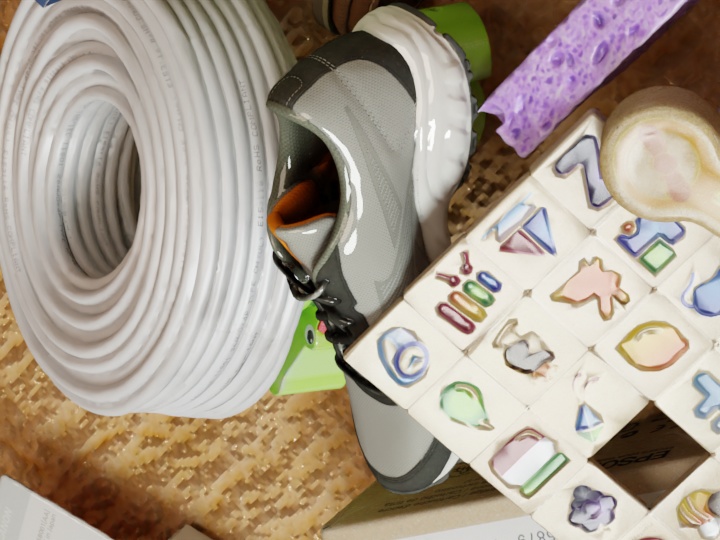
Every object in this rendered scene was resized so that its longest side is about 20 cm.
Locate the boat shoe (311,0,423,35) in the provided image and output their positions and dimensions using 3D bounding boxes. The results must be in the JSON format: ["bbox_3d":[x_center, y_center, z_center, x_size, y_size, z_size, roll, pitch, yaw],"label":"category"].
[{"bbox_3d":[0.048,-0.161,0.925,0.068,0.072,0.201,38,121,13],"label":"boat shoe"}]

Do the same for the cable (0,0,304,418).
[{"bbox_3d":[-0.090,-0.037,1.005,0.201,0.069,0.201,57,134,36],"label":"cable"}]

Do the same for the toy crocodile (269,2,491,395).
[{"bbox_3d":[0.006,-0.026,0.989,0.062,0.067,0.201,52,130,40],"label":"toy crocodile"}]

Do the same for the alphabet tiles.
[{"bbox_3d":[0.120,0.016,0.882,0.167,0.008,0.200,40,108,-17],"label":"alphabet tiles"}]

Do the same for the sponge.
[{"bbox_3d":[0.133,-0.127,0.868,0.030,0.111,0.200,47,123,3],"label":"sponge"}]

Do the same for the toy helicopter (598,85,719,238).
[{"bbox_3d":[0.169,0.004,0.847,0.199,0.079,0.133,30,120,-3],"label":"toy helicopter"}]

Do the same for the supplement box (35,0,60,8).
[{"bbox_3d":[-0.060,-0.231,0.883,0.134,0.200,0.200,45,122,7],"label":"supplement box"}]

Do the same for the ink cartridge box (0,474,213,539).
[{"bbox_3d":[-0.117,0.211,1.167,0.173,0.043,0.201,29,119,18],"label":"ink cartridge box"}]

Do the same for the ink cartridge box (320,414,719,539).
[{"bbox_3d":[0.102,0.155,1.010,0.199,0.075,0.166,-15,99,31],"label":"ink cartridge box"}]

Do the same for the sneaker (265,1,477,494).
[{"bbox_3d":[0.000,0.000,0.912,0.074,0.079,0.202,28,134,46],"label":"sneaker"}]
